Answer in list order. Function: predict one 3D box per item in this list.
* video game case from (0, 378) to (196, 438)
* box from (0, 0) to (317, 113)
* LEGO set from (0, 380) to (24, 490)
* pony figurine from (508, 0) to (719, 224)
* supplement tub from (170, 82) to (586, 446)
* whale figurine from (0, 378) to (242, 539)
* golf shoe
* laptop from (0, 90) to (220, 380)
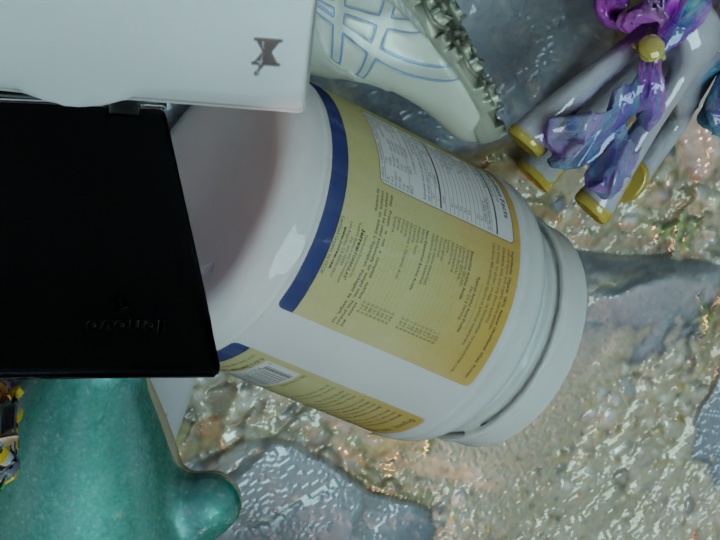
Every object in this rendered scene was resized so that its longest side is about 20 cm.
[{"bbox_3d":[-0.193,0.090,1.187,0.199,0.045,0.182,10,108,-31],"label":"video game case"},{"bbox_3d":[-0.114,-0.184,1.010,0.198,0.131,0.201,4,113,-10],"label":"box"},{"bbox_3d":[-0.207,0.095,1.042,0.154,0.200,0.116,-41,122,-9],"label":"LEGO set"},{"bbox_3d":[0.162,-0.121,1.206,0.200,0.166,0.193,-48,170,-1],"label":"pony figurine"},{"bbox_3d":[0.000,0.000,1.182,0.199,0.144,0.145,24,101,-34],"label":"supplement tub"},{"bbox_3d":[-0.135,0.099,1.109,0.158,0.104,0.201,13,113,6],"label":"whale figurine"},{"bbox_3d":[-0.008,-0.123,1.175,0.097,0.078,0.200,-35,121,13],"label":"golf shoe"},{"bbox_3d":[-0.181,-0.023,1.028,0.186,0.200,0.117,1,94,-28],"label":"laptop"}]
